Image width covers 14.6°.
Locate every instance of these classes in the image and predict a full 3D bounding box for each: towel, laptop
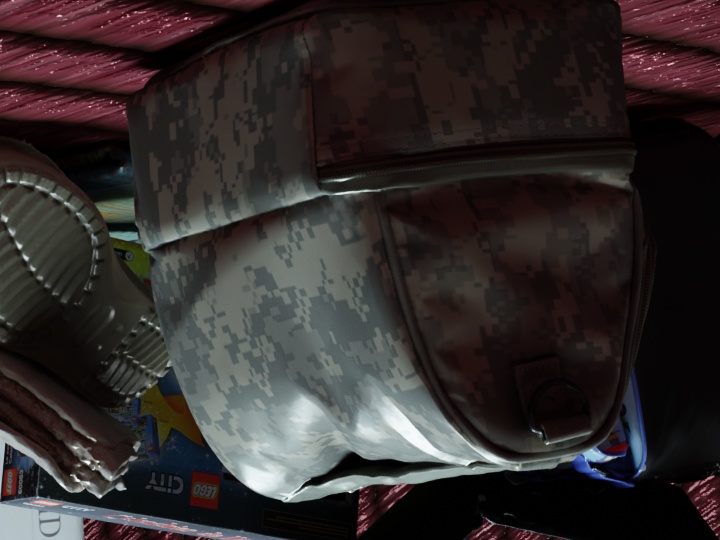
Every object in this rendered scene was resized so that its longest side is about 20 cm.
[{"bbox_3d":[-0.184,0.033,1.284,0.035,0.200,0.133,-49,178,-1],"label":"towel"},{"bbox_3d":[0.069,0.160,1.427,0.199,0.117,0.187,13,-173,-3],"label":"laptop"},{"bbox_3d":[-0.123,-0.037,1.375,0.146,0.022,0.200,-10,173,26],"label":"towel"}]

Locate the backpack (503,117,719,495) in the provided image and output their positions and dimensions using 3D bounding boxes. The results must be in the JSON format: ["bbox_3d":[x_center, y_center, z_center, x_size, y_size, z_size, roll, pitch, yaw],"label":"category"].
[{"bbox_3d":[0.102,0.021,1.423,0.134,0.184,0.200,-10,-177,-29],"label":"backpack"}]

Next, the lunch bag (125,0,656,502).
[{"bbox_3d":[0.010,-0.004,1.026,0.139,0.169,0.200,-3,175,-31],"label":"lunch bag"}]

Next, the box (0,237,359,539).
[{"bbox_3d":[-0.086,0.065,1.444,0.199,0.138,0.038,14,164,-36],"label":"box"}]

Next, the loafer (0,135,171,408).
[{"bbox_3d":[-0.146,-0.002,1.260,0.076,0.068,0.200,-44,148,-8],"label":"loafer"}]

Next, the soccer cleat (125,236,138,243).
[{"bbox_3d":[-0.132,0.015,1.571,0.069,0.087,0.200,-5,178,-19],"label":"soccer cleat"}]

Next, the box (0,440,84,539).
[{"bbox_3d":[-0.232,0.109,1.596,0.130,0.200,0.200,-5,-165,-13],"label":"box"}]
